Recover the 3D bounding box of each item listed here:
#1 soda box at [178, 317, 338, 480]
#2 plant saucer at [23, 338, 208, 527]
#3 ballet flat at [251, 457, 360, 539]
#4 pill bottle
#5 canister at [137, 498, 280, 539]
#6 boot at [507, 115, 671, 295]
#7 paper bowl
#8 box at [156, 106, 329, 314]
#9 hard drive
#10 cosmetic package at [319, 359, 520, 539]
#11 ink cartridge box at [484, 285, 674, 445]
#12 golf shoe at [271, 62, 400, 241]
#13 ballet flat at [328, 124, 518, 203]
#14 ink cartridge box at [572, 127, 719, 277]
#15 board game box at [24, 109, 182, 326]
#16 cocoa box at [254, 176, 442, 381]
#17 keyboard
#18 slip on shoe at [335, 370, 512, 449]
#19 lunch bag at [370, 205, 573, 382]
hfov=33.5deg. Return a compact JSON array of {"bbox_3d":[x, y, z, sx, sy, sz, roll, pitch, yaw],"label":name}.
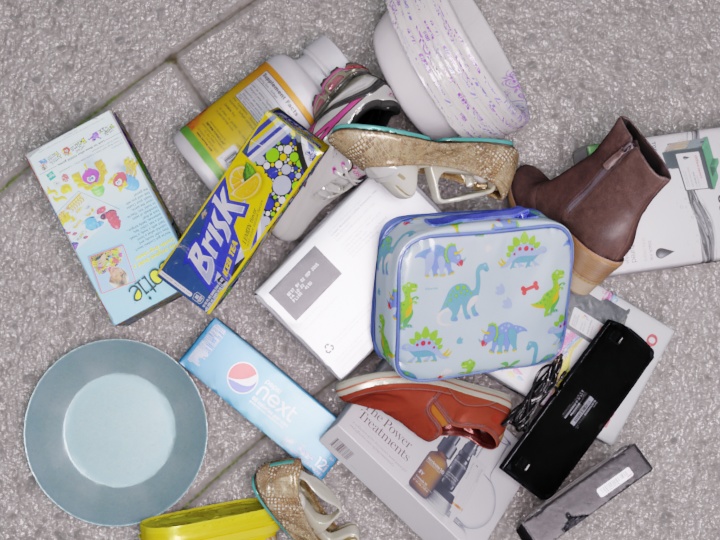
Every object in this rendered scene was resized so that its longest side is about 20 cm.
[{"bbox_3d":[-0.100,0.138,1.302,0.200,0.068,0.064,40,85,0],"label":"soda box"},{"bbox_3d":[-0.264,0.175,1.309,0.199,0.039,0.203,0,89,-2],"label":"plant saucer"},{"bbox_3d":[-0.039,0.277,1.270,0.065,0.071,0.201,-26,117,16],"label":"ballet flat"},{"bbox_3d":[-0.094,-0.160,1.292,0.199,0.111,0.111,-39,90,-4],"label":"pill bottle"},{"bbox_3d":[-0.150,0.356,1.270,0.147,0.086,0.202,-6,90,-26],"label":"canister"},{"bbox_3d":[0.238,-0.092,1.250,0.072,0.201,0.167,8,127,-29],"label":"boot"},{"bbox_3d":[0.087,-0.218,1.260,0.104,0.201,0.202,-28,89,18],"label":"paper bowl"},{"bbox_3d":[-0.116,-0.059,1.185,0.070,0.064,0.201,36,102,-2],"label":"box"},{"bbox_3d":[0.227,0.240,1.246,0.139,0.200,0.038,-35,74,-3],"label":"hard drive"},{"bbox_3d":[0.075,0.191,1.278,0.200,0.052,0.151,43,49,-2],"label":"cosmetic package"},{"bbox_3d":[0.218,0.077,1.310,0.199,0.083,0.147,30,87,-1],"label":"ink cartridge box"},{"bbox_3d":[-0.033,-0.111,1.226,0.072,0.092,0.201,16,110,-44],"label":"golf shoe"},{"bbox_3d":[0.064,-0.100,1.164,0.198,0.070,0.066,3,86,-18],"label":"ballet flat"},{"bbox_3d":[0.347,-0.077,1.321,0.198,0.084,0.148,-9,89,-2],"label":"ink cartridge box"},{"bbox_3d":[-0.259,-0.052,1.285,0.104,0.103,0.201,-27,89,-4],"label":"board game box"},{"bbox_3d":[0.000,0.000,1.279,0.133,0.131,0.200,45,87,-2],"label":"cocoa box"},{"bbox_3d":[0.215,0.135,1.257,0.104,0.040,0.201,39,87,-25],"label":"keyboard"},{"bbox_3d":[0.067,0.142,1.226,0.198,0.074,0.062,15,69,-24],"label":"slip on shoe"},{"bbox_3d":[0.112,0.018,1.188,0.198,0.082,0.162,-7,110,-20],"label":"lunch bag"}]
